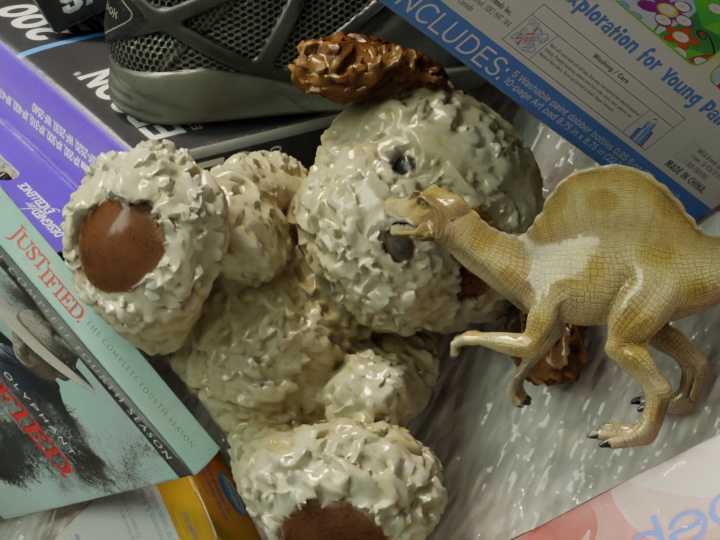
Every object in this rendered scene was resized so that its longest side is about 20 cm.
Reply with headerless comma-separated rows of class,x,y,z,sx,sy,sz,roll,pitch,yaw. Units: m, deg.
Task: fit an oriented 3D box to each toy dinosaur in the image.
toy dinosaur,0.105,0.010,0.778,0.200,0.058,0.101,2,107,7

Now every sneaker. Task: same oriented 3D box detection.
sneaker,-0.011,-0.129,0.901,0.199,0.114,0.076,-4,33,-6

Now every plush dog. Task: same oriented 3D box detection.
plush dog,0.000,0.000,0.868,0.172,0.200,0.160,-36,4,8

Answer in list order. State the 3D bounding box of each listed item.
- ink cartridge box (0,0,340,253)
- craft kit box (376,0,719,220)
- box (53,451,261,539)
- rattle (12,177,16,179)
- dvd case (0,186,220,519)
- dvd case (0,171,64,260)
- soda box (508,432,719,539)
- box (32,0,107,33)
ink cartridge box,-0.107,-0.082,0.979,0.198,0.200,0.043,37,136,47
craft kit box,0.133,-0.125,0.755,0.197,0.200,0.049,-36,46,23
box,-0.121,0.179,0.946,0.200,0.041,0.119,-47,44,17
rattle,-0.239,-0.034,1.101,0.130,0.143,0.200,-51,43,5
dvd case,-0.158,0.042,0.925,0.022,0.146,0.200,-47,16,-32
dvd case,-0.201,0.051,1.022,0.200,0.150,0.025,-23,19,32
soda box,0.141,0.093,0.703,0.200,0.063,0.070,-30,49,16
box,-0.053,-0.194,1.006,0.200,0.046,0.159,-22,19,22
